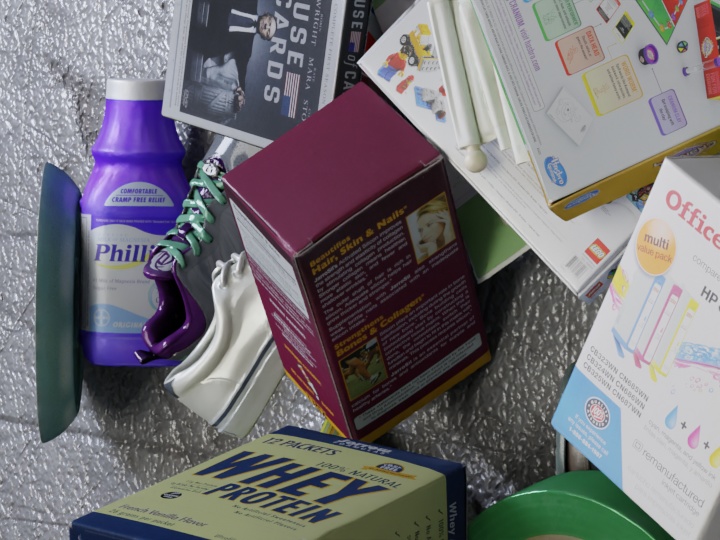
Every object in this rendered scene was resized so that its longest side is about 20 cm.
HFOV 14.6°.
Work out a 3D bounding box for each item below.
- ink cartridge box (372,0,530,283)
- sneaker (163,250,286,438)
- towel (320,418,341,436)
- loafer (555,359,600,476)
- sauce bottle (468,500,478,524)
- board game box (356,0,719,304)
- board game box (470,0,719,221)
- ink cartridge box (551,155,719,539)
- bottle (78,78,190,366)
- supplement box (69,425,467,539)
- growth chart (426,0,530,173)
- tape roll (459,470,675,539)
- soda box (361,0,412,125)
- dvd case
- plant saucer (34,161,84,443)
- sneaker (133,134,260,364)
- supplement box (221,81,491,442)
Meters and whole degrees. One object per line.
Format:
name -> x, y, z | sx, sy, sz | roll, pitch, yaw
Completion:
ink cartridge box -> 0.094, -0.114, 1.716 | 0.145, 0.048, 0.201 | -36, 70, 44
sneaker -> -0.059, 0.010, 1.807 | 0.201, 0.070, 0.073 | -61, 10, 6
towel -> -0.020, 0.159, 1.797 | 0.200, 0.018, 0.086 | -90, 21, -61
loafer -> 0.158, 0.151, 1.657 | 0.062, 0.072, 0.202 | 0, 100, 29
sauce bottle -> 0.009, 0.220, 1.822 | 0.065, 0.064, 0.201 | 56, 132, 30
board game box -> 0.108, -0.095, 1.630 | 0.126, 0.035, 0.200 | -45, 70, 7
board game box -> 0.172, -0.137, 1.555 | 0.199, 0.040, 0.154 | -24, 72, 14
ink cartridge box -> 0.216, 0.030, 1.526 | 0.128, 0.125, 0.201 | 42, 123, 39
bottle -> -0.156, -0.034, 1.977 | 0.065, 0.083, 0.202 | -145, 57, -81
supplement box -> -0.047, 0.218, 1.597 | 0.134, 0.199, 0.202 | 10, 109, 35
growth chart -> 0.135, -0.130, 1.599 | 0.198, 0.018, 0.146 | -7, 77, 16
tape roll -> 0.135, 0.217, 1.611 | 0.199, 0.048, 0.202 | 11, 109, 37
soda box -> -0.015, -0.176, 1.804 | 0.063, 0.070, 0.202 | -12, 78, 48
dvd case -> -0.060, -0.155, 1.783 | 0.200, 0.025, 0.152 | 20, 105, 54
plant saucer -> -0.214, 0.023, 2.017 | 0.200, 0.027, 0.202 | -179, 90, -87
sneaker -> -0.100, -0.027, 1.910 | 0.074, 0.087, 0.202 | 25, 111, 45
supplement box -> 0.000, 0.000, 1.708 | 0.086, 0.110, 0.201 | 45, 162, 37
